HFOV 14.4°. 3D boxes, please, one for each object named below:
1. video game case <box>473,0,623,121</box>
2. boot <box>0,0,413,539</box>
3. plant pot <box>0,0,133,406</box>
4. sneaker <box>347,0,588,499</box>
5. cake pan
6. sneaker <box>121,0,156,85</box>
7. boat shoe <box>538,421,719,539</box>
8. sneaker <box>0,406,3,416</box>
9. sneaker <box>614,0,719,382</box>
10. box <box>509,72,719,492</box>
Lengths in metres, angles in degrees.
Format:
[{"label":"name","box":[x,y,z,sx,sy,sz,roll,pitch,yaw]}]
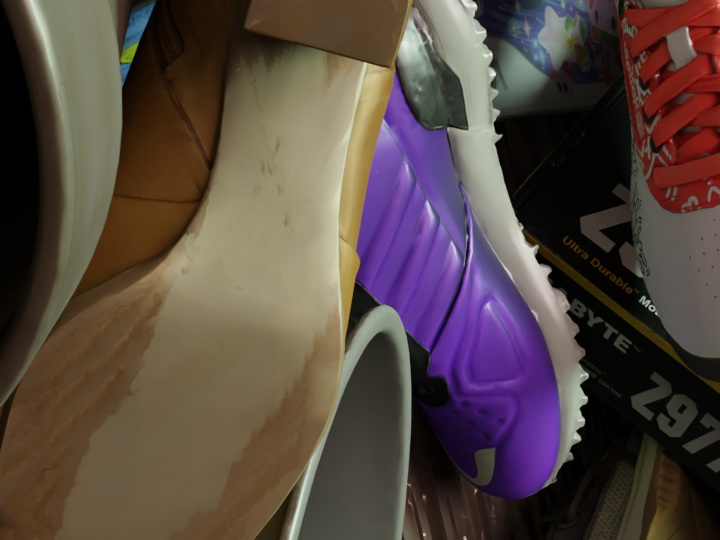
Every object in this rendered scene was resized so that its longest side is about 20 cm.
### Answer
[{"label":"video game case","box":[0.049,-0.153,0.981,0.143,0.018,0.202,-10,91,-51]},{"label":"boot","box":[-0.034,-0.020,0.695,0.070,0.144,0.202,20,106,-10]},{"label":"plant pot","box":[-0.130,-0.074,0.645,0.201,0.199,0.174,63,26,-20]},{"label":"sneaker","box":[0.000,0.000,0.862,0.099,0.069,0.201,-33,124,-22]},{"label":"cake pan","box":[-0.025,0.106,0.757,0.200,0.036,0.202,9,90,-81]},{"label":"sneaker","box":[-0.045,-0.131,0.840,0.082,0.071,0.200,35,57,-13]},{"label":"boat shoe","box":[0.089,0.092,0.948,0.074,0.064,0.200,63,24,-15]},{"label":"sneaker","box":[-0.082,0.094,0.733,0.073,0.080,0.202,-8,90,-52]},{"label":"sneaker","box":[0.098,-0.073,0.874,0.108,0.067,0.203,44,42,-45]},{"label":"box","box":[0.156,0.007,0.950,0.200,0.049,0.160,39,54,7]}]
